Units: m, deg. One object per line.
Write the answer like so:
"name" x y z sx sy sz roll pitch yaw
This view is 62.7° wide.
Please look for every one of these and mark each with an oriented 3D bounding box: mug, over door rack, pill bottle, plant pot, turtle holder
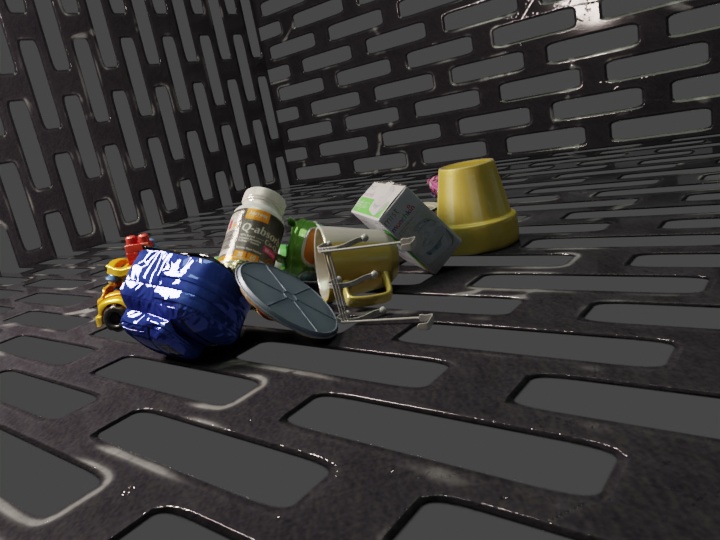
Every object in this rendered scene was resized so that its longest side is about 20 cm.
"mug" -0.003 -0.002 1.172 0.151 0.189 0.150 -6 -20 -14
"over door rack" 0.030 0.018 0.980 0.198 0.149 0.066 0 23 38
"pill bottle" -0.225 -0.067 1.246 0.115 0.116 0.202 -4 60 28
"plant pot" 0.257 -0.153 1.368 0.198 0.191 0.201 -12 14 3
"turtle holder" -0.111 -0.030 1.341 0.130 0.186 0.142 14 52 2

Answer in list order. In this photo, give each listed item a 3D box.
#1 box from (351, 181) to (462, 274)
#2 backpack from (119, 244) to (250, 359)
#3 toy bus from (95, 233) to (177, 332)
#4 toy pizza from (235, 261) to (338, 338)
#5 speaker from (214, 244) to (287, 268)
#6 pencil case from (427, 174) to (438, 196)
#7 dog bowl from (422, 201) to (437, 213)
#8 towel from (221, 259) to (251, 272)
"box" 0.095 -0.099 1.274 0.097 0.176 0.200 -51 21 -2
"backpack" -0.291 0.064 1.015 0.198 0.169 0.163 2 -25 29
"toy bus" -0.488 0.019 1.291 0.198 0.194 0.136 -12 16 4
"toy pizza" -0.125 0.055 0.991 0.199 0.032 0.200 33 15 -10
"speaker" -0.268 -0.007 1.434 0.198 0.089 0.089 -11 14 1
"pencil case" 0.295 -0.294 2.091 0.093 0.092 0.200 23 9 -8
"dog bowl" 0.125 -0.129 1.613 0.198 0.075 0.200 -12 15 3
"towel" -0.192 0.030 1.130 0.147 0.037 0.199 -6 -26 44
